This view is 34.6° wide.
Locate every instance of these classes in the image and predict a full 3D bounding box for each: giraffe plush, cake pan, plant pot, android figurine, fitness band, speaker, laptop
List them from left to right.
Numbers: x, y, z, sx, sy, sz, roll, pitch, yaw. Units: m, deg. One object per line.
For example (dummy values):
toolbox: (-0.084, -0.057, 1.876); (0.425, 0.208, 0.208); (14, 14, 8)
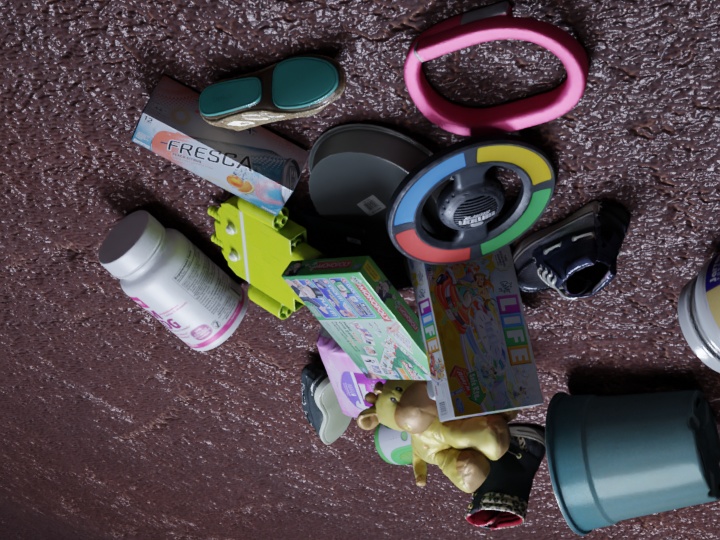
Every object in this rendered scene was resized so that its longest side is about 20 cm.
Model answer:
android figurine: (-0.123, -0.024, 1.496); (0.200, 0.041, 0.182); (30, 140, 29)
laptop: (0.000, 0.000, 1.494); (0.200, 0.103, 0.177); (14, -178, -45)
cake pan: (0.023, -0.088, 1.382); (0.200, 0.037, 0.200); (18, 143, 14)
giraffe plush: (0.095, 0.196, 1.601); (0.162, 0.173, 0.200); (40, 147, -26)
speaker: (0.113, 0.246, 1.780); (0.088, 0.089, 0.200); (38, 141, -26)
fitness band: (0.137, -0.201, 1.190); (0.200, 0.037, 0.144); (-10, 136, 37)
plant pot: (0.380, 0.251, 1.577); (0.196, 0.200, 0.200); (-13, 135, 28)

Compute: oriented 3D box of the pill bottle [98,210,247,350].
pill bottle: (-0.262, 0.014, 1.615); (0.113, 0.113, 0.200); (-15, 133, 39)

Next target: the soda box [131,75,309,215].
soda box: (-0.167, -0.148, 1.380); (0.200, 0.068, 0.064); (27, 145, -9)

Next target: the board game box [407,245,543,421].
board game box: (0.138, 0.073, 1.388); (0.134, 0.200, 0.034); (-5, 167, -31)

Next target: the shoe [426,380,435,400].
shoe: (0.140, 0.121, 1.522); (0.091, 0.200, 0.072); (16, 108, -2)

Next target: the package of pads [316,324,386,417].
package of pads: (0.017, 0.143, 1.692); (0.120, 0.076, 0.200); (7, 144, 19)

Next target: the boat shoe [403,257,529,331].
boat shoe: (0.137, 0.034, 1.487); (0.201, 0.061, 0.072); (48, 134, -5)

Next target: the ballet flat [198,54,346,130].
ballet flat: (-0.089, -0.197, 1.298); (0.200, 0.071, 0.065); (-2, 168, 32)

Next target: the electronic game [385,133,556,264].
electronic game: (0.125, -0.076, 1.295); (0.200, 0.042, 0.200); (-13, 143, -10)

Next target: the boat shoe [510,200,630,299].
boat shoe: (0.235, -0.001, 1.369); (0.075, 0.093, 0.200); (28, 145, -13)

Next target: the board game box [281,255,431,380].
board game box: (0.010, 0.062, 1.407); (0.134, 0.029, 0.200); (-4, 135, 43)

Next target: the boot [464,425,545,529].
boot: (0.188, 0.319, 1.784); (0.200, 0.151, 0.073); (-7, 138, 33)

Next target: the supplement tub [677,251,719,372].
supplement tub: (0.458, 0.023, 1.249); (0.145, 0.146, 0.200); (30, 144, -15)

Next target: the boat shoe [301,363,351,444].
boat shoe: (-0.062, 0.209, 1.834); (0.066, 0.075, 0.199); (38, 162, 25)
